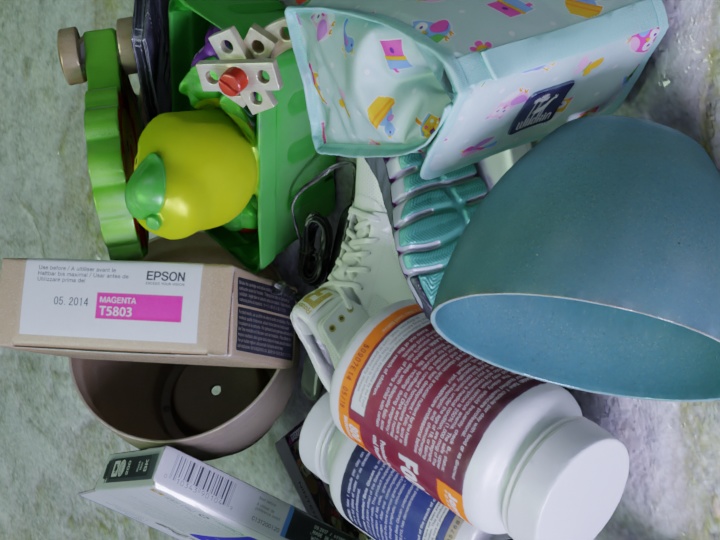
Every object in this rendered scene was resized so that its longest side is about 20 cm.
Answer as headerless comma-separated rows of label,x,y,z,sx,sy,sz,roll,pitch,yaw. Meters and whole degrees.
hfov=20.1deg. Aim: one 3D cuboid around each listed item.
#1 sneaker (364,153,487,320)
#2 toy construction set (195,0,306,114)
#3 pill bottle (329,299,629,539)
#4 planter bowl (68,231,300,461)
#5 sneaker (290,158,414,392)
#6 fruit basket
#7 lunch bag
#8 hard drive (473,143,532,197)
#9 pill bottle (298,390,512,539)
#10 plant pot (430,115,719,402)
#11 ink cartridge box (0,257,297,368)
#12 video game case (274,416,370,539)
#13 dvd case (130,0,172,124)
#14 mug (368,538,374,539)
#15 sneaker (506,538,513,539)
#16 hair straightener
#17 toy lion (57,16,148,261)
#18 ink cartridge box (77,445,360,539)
sneaker,0.044,-0.057,1.437,0.088,0.074,0.201,159,99,-74
toy construction set,-0.030,-0.193,1.411,0.130,0.200,0.092,17,142,18
pill bottle,0.083,0.113,1.424,0.200,0.114,0.115,32,135,37
planter bowl,-0.139,0.083,1.773,0.200,0.200,0.135,50,173,30
sneaker,0.000,0.000,1.538,0.074,0.115,0.201,18,121,56
fruit basket,-0.117,-0.097,1.586,0.155,0.215,0.217,39,139,42
lunch bag,0.074,-0.134,1.269,0.200,0.170,0.123,11,117,60
hard drive,0.088,-0.028,1.462,0.132,0.027,0.201,13,120,56
pill bottle,0.047,0.163,1.548,0.200,0.111,0.112,31,134,39
plant pot,0.153,-0.014,1.229,0.200,0.199,0.136,-17,56,61
ink cartridge box,-0.168,0.035,1.627,0.199,0.165,0.076,3,84,15
video game case,0.011,0.194,1.721,0.182,0.036,0.200,63,150,9
dvd case,-0.164,-0.180,1.671,0.200,0.016,0.149,86,-177,-55
mug,0.016,0.285,1.565,0.186,0.153,0.150,13,107,48
sneaker,0.167,0.241,1.409,0.199,0.074,0.080,11,128,32
hair straightener,-0.029,0.009,1.598,0.041,0.077,0.201,-133,46,-59
toy lion,-0.196,-0.092,1.654,0.200,0.068,0.193,81,180,-70
ink cartridge box,-0.125,0.212,1.762,0.200,0.197,0.044,-17,49,62
